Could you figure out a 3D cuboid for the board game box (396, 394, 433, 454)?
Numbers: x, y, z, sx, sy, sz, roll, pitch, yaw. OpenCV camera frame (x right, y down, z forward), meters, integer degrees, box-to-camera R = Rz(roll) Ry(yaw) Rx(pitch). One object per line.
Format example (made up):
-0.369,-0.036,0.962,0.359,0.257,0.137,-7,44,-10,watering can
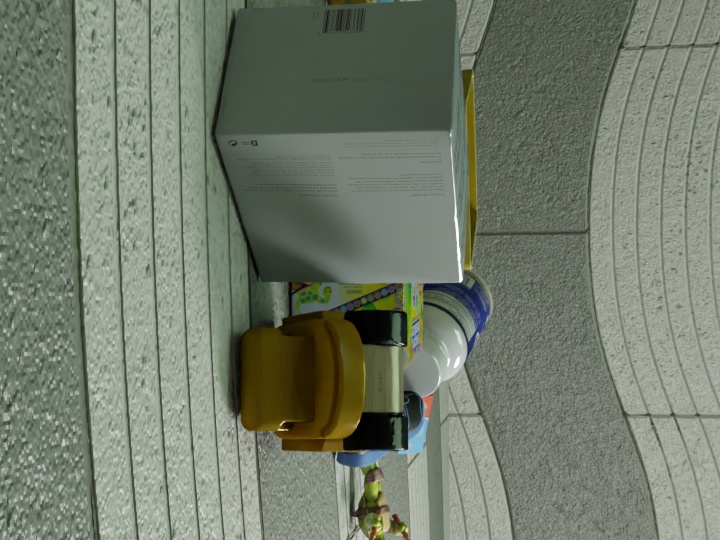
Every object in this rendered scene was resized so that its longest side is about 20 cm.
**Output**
0.068,0.150,1.831,0.154,0.040,0.202,96,-11,-51,board game box

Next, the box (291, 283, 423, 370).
0.000,0.000,1.315,0.200,0.120,0.196,-26,116,-81,box

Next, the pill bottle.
0.103,0.086,1.701,0.200,0.118,0.121,-51,142,-52,pill bottle

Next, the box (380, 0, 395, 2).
0.039,-0.413,1.852,0.201,0.048,0.084,-72,160,-66,box

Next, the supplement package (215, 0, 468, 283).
-0.005,-0.106,1.043,0.201,0.188,0.149,79,14,-54,supplement package

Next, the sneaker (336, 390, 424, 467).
0.030,0.180,1.549,0.200,0.069,0.079,-30,125,-60,sneaker

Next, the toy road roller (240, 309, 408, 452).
-0.052,0.096,1.063,0.199,0.144,0.125,-14,-106,60,toy road roller

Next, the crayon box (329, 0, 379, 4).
-0.011,-0.386,1.502,0.200,0.051,0.128,32,57,-80,crayon box

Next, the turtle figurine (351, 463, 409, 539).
0.022,0.318,1.636,0.200,0.063,0.164,35,47,-69,turtle figurine

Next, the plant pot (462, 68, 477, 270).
0.052,-0.126,1.495,0.200,0.173,0.203,-71,159,-68,plant pot
